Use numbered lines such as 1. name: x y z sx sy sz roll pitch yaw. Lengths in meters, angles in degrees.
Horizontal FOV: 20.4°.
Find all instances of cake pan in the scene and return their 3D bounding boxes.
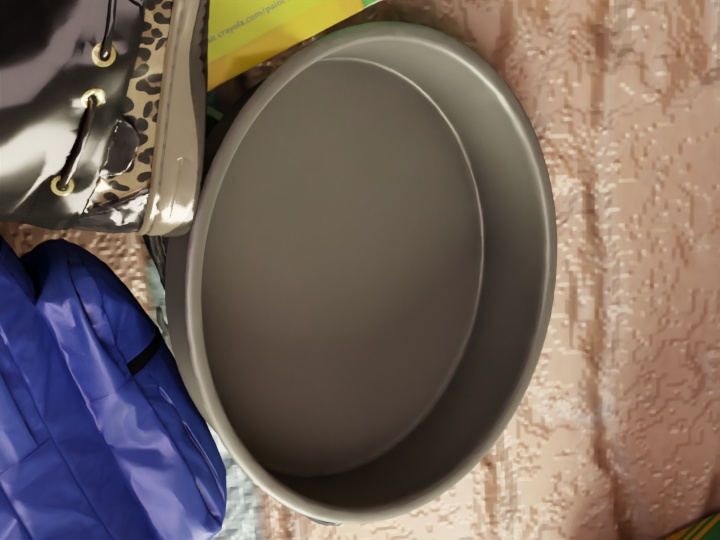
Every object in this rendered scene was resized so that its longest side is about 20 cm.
1. cake pan: 0.000 0.000 0.813 0.199 0.037 0.202 -8 102 -41

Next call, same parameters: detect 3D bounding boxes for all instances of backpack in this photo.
1. backpack: -0.162 0.055 0.804 0.167 0.162 0.201 -36 106 -13

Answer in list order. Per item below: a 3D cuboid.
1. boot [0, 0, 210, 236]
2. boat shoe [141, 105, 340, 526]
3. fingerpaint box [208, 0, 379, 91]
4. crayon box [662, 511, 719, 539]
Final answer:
1. boot: -0.130 -0.098 0.686 0.149 0.073 0.202 -7 120 -16
2. boat shoe: -0.047 0.023 0.865 0.074 0.062 0.201 -17 116 7
3. fingerpaint box: -0.020 -0.187 0.751 0.199 0.073 0.168 -27 116 5
4. crayon box: 0.184 0.184 0.971 0.199 0.051 0.127 -29 116 11
